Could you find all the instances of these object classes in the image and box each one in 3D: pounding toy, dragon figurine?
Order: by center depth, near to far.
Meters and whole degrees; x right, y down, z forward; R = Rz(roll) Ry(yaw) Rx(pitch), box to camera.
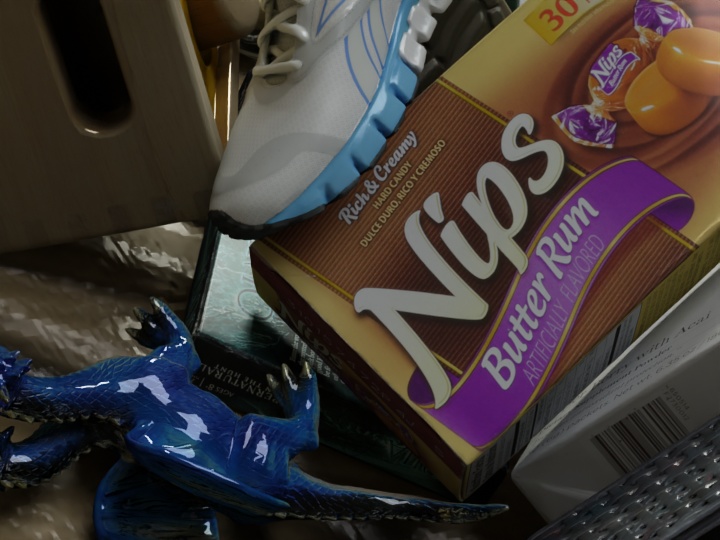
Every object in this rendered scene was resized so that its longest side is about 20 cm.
[{"bbox_3d":[-0.055,0.071,0.759,0.199,0.059,0.100,29,34,-3],"label":"dragon figurine"},{"bbox_3d":[-0.088,-0.115,0.869,0.141,0.201,0.185,-10,38,6],"label":"pounding toy"}]

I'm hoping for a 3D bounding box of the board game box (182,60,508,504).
[{"bbox_3d":[0.000,0.000,0.921,0.135,0.028,0.200,24,35,-11],"label":"board game box"}]

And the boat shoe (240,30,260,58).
[{"bbox_3d":[-0.089,-0.166,0.977,0.200,0.070,0.064,53,25,-24],"label":"boat shoe"}]

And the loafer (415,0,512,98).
[{"bbox_3d":[0.039,-0.073,0.912,0.200,0.076,0.067,44,-10,-20],"label":"loafer"}]

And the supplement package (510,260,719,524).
[{"bbox_3d":[0.164,0.049,0.882,0.120,0.121,0.200,50,33,-6],"label":"supplement package"}]

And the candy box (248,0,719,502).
[{"bbox_3d":[0.069,-0.026,0.835,0.200,0.057,0.117,-41,74,-14],"label":"candy box"}]

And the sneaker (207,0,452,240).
[{"bbox_3d":[-0.013,-0.106,0.808,0.087,0.075,0.201,38,70,-29],"label":"sneaker"}]

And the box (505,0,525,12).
[{"bbox_3d":[0.118,-0.134,1.020,0.144,0.036,0.201,8,82,-34],"label":"box"}]

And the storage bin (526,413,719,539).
[{"bbox_3d":[0.162,0.108,0.724,0.136,0.199,0.094,58,-3,-6],"label":"storage bin"}]
